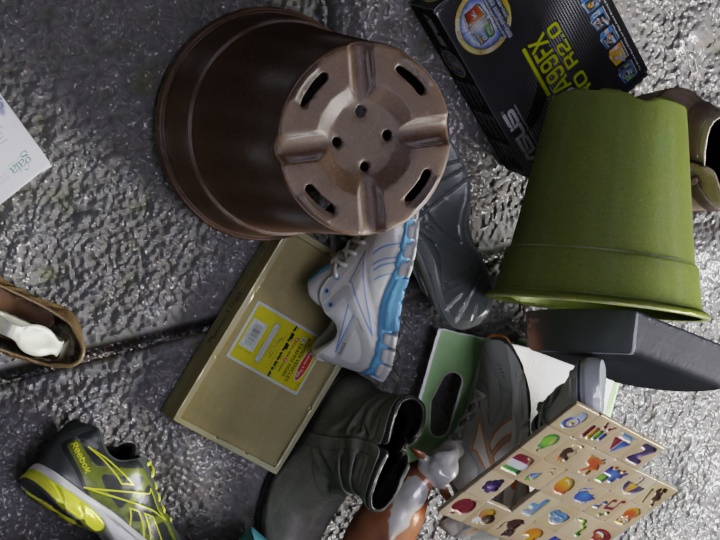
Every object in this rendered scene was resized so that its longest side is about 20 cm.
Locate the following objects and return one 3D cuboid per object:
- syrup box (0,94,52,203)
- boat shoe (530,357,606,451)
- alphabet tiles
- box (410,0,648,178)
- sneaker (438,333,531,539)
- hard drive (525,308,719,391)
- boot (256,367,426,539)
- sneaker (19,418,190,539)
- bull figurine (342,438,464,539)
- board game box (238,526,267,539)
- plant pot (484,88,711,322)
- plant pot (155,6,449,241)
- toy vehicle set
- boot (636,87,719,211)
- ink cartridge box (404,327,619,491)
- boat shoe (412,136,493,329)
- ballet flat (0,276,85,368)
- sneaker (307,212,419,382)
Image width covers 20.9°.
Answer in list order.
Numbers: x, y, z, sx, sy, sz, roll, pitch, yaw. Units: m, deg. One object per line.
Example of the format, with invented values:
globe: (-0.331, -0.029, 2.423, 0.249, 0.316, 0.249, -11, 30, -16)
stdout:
syrup box: (-0.329, -0.138, 1.481, 0.079, 0.081, 0.200, -40, 121, -12)
boat shoe: (0.188, 0.144, 1.768, 0.067, 0.074, 0.200, 2, 145, 7)
alphabet tiles: (0.191, 0.196, 1.748, 0.167, 0.008, 0.200, -41, 136, 22)
box: (0.157, -0.210, 1.769, 0.160, 0.044, 0.200, -41, 121, -14)
sneaker: (0.109, 0.158, 1.798, 0.092, 0.076, 0.200, -1, 96, -3)
hard drive: (0.241, 0.071, 1.757, 0.135, 0.200, 0.042, 21, 81, -22)
boot: (-0.018, 0.188, 1.733, 0.068, 0.131, 0.200, 18, 95, -33)
sneaker: (-0.195, 0.197, 1.666, 0.200, 0.074, 0.085, 40, 73, -39)
bull figurine: (0.023, 0.230, 1.769, 0.065, 0.121, 0.200, 28, 91, -13)
board game box: (-0.116, 0.317, 1.658, 0.047, 0.200, 0.151, 41, 92, -13)
plant pot: (0.219, -0.059, 1.727, 0.200, 0.200, 0.190, 8, 87, -32)
plant pot: (-0.038, -0.111, 1.577, 0.200, 0.198, 0.200, -4, 100, -26)
toy vehicle set: (-0.074, 0.068, 1.726, 0.124, 0.027, 0.200, 33, 86, -33)
boot: (0.306, -0.080, 1.834, 0.070, 0.146, 0.200, -32, 119, -22)
ink cartridge box: (0.140, 0.137, 1.863, 0.200, 0.048, 0.146, 13, 97, -18)
boat shoe: (0.064, -0.044, 1.758, 0.074, 0.065, 0.202, -28, 113, -19)
ballet flat: (-0.301, 0.034, 1.554, 0.200, 0.072, 0.068, 28, 90, -33)
sneaker: (0.000, 0.000, 1.685, 0.087, 0.075, 0.200, 9, 108, -5)
